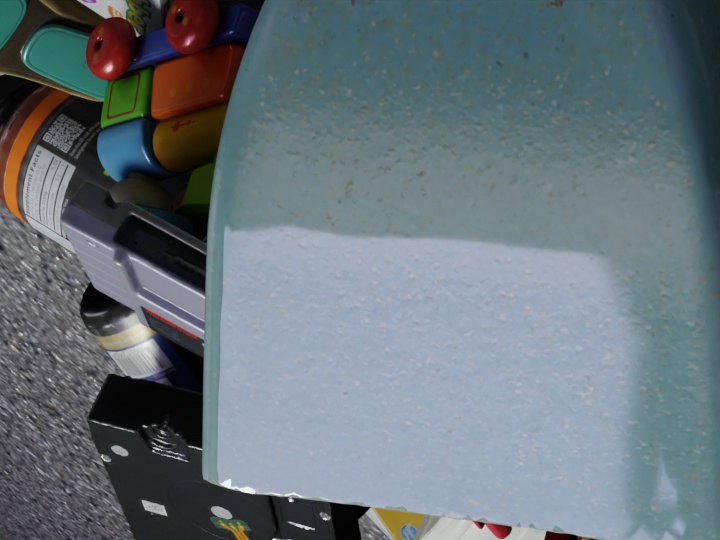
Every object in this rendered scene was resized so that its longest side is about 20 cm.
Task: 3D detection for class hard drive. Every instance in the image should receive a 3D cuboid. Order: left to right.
[{"bbox_3d":[-0.069,0.139,0.911,0.139,0.038,0.201,12,145,15],"label":"hard drive"}]

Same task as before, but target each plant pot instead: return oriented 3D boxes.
[{"bbox_3d":[0.054,-0.047,0.579,0.194,0.197,0.201,4,118,16],"label":"plant pot"}]

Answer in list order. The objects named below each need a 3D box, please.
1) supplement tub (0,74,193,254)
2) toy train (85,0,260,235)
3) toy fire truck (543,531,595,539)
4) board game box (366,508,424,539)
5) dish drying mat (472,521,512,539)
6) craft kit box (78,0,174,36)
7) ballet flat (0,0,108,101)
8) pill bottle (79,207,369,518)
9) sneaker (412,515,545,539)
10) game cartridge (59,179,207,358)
[{"bbox_3d":[-0.170,-0.061,1.064,0.199,0.107,0.107,30,157,22],"label":"supplement tub"},{"bbox_3d":[-0.062,-0.077,0.805,0.084,0.117,0.199,19,162,-42],"label":"toy train"},{"bbox_3d":[0.145,0.118,0.696,0.112,0.168,0.200,47,156,-19],"label":"toy fire truck"},{"bbox_3d":[-0.027,0.109,1.196,0.153,0.040,0.200,41,167,41],"label":"board game box"},{"bbox_3d":[0.027,0.091,0.946,0.200,0.018,0.077,51,177,-42],"label":"dish drying mat"},{"bbox_3d":[-0.172,-0.226,0.828,0.197,0.049,0.200,31,157,12],"label":"craft kit box"},{"bbox_3d":[-0.207,-0.148,0.920,0.200,0.069,0.063,22,-153,-53],"label":"ballet flat"},{"bbox_3d":[-0.069,0.066,0.959,0.201,0.112,0.112,55,154,-20],"label":"pill bottle"},{"bbox_3d":[0.085,0.192,1.118,0.088,0.076,0.200,26,157,0],"label":"sneaker"},{"bbox_3d":[-0.052,0.032,0.793,0.199,0.039,0.130,28,162,6],"label":"game cartridge"}]
